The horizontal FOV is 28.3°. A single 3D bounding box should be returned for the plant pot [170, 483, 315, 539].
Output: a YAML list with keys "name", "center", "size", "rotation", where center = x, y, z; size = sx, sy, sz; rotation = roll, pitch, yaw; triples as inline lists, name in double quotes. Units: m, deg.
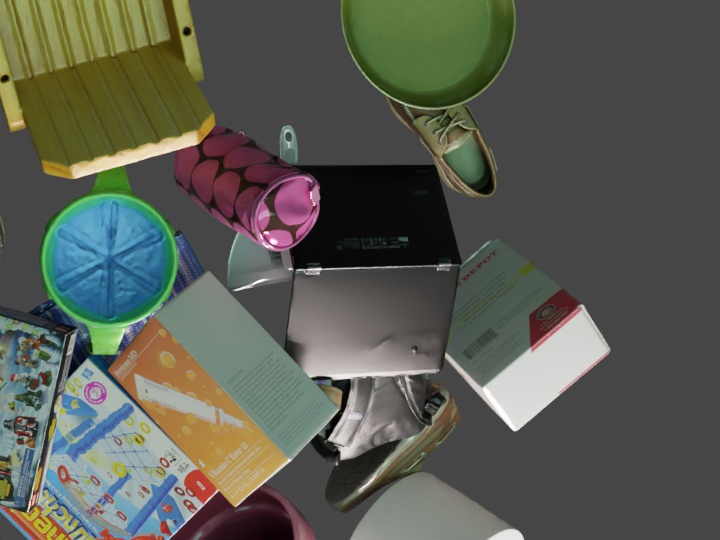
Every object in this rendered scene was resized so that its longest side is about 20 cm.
- name: "plant pot"
  center: [-0.122, 0.373, 1.663]
  size: [0.200, 0.200, 0.179]
  rotation: [-38, 135, -3]

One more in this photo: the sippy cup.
- name: "sippy cup"
  center: [-0.259, -0.015, 1.457]
  size: [0.140, 0.130, 0.178]
  rotation: [38, 85, -13]

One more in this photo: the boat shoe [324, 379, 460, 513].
- name: "boat shoe"
  center: [0.044, 0.223, 1.724]
  size: [0.200, 0.076, 0.072]
  rotation: [-43, 123, 2]

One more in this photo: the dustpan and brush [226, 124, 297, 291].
- name: "dustpan and brush"
  center: [-0.081, -0.069, 1.556]
  size: [0.139, 0.057, 0.201]
  rotation: [-10, 115, -18]

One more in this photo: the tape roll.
- name: "tape roll"
  center: [0.084, 0.362, 1.713]
  size: [0.203, 0.139, 0.203]
  rotation: [-36, 141, -36]

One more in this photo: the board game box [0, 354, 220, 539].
- name: "board game box"
  center: [-0.279, 0.223, 1.535]
  size: [0.200, 0.056, 0.196]
  rotation: [44, 101, -1]

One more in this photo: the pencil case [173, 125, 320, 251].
- name: "pencil case"
  center: [-0.114, -0.090, 1.453]
  size: [0.093, 0.200, 0.091]
  rotation: [-24, 124, -22]

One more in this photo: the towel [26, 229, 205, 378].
- name: "towel"
  center: [-0.251, 0.060, 1.564]
  size: [0.200, 0.024, 0.145]
  rotation: [-30, 120, -8]

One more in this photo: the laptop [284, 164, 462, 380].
- name: "laptop"
  center: [0.000, 0.000, 1.532]
  size: [0.187, 0.201, 0.116]
  rotation: [-2, 151, -21]

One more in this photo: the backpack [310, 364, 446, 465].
- name: "backpack"
  center: [-0.001, 0.099, 1.621]
  size: [0.166, 0.126, 0.201]
  rotation: [-21, 121, -31]

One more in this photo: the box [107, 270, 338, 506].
- name: "box"
  center: [-0.143, 0.123, 1.481]
  size: [0.200, 0.097, 0.124]
  rotation: [46, 135, 2]

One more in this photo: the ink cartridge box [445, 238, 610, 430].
- name: "ink cartridge box"
  center: [0.167, 0.068, 1.635]
  size: [0.145, 0.200, 0.083]
  rotation: [-40, 123, -2]

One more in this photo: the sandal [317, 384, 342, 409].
- name: "sandal"
  center: [-0.105, 0.121, 1.587]
  size: [0.078, 0.211, 0.070]
  rotation: [28, 64, -48]

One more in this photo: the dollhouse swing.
- name: "dollhouse swing"
  center: [-0.251, -0.213, 1.362]
  size: [0.199, 0.176, 0.182]
  rotation: [-16, 117, -14]

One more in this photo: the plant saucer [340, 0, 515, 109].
- name: "plant saucer"
  center: [0.069, -0.271, 1.520]
  size: [0.199, 0.031, 0.201]
  rotation: [-1, 92, -19]

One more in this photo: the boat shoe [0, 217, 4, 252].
- name: "boat shoe"
  center: [-0.414, -0.085, 1.412]
  size: [0.072, 0.066, 0.201]
  rotation: [-28, 119, -9]

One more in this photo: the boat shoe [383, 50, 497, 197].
- name: "boat shoe"
  center: [0.097, -0.160, 1.581]
  size: [0.076, 0.074, 0.200]
  rotation: [-40, 120, -2]

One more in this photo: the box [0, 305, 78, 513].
- name: "box"
  center: [-0.383, 0.138, 1.487]
  size: [0.136, 0.040, 0.201]
  rotation: [15, 101, 6]
